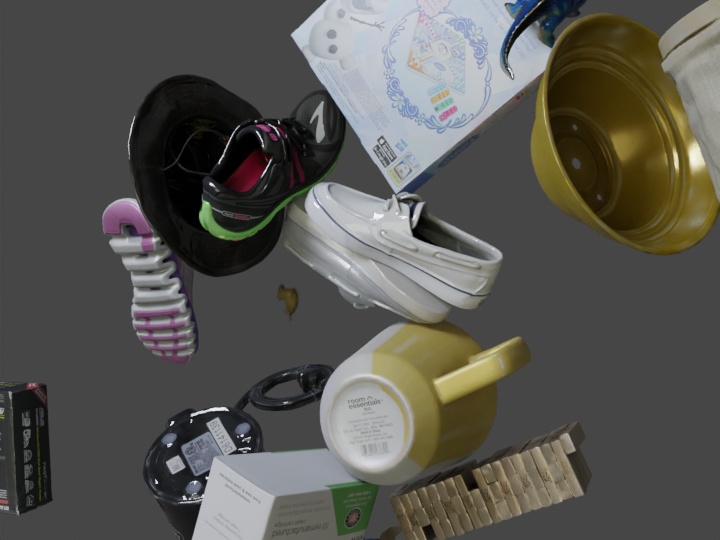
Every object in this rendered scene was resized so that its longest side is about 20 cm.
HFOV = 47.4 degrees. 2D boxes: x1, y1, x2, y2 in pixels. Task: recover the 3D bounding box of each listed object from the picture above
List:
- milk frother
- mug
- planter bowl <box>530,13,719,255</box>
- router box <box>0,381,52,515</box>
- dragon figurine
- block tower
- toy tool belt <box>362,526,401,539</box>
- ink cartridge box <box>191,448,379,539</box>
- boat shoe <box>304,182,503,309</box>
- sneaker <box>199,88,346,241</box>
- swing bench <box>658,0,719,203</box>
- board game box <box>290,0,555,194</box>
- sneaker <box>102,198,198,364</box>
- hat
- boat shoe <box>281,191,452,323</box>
[{"bbox_3d":[-0.096,0.215,0.839,0.197,0.181,0.190,-16,125,-4],"label":"milk frother"},{"bbox_3d":[0.045,0.110,0.751,0.149,0.153,0.188,35,105,19],"label":"mug"},{"bbox_3d":[0.203,-0.102,0.683,0.083,0.198,0.203,-25,82,58],"label":"planter bowl"},{"bbox_3d":[-0.488,0.220,1.044,0.197,0.062,0.152,-1,92,24],"label":"router box"},{"bbox_3d":[0.174,-0.244,0.681,0.059,0.200,0.100,44,147,5],"label":"dragon figurine"},{"bbox_3d":[0.122,0.207,0.776,0.198,0.054,0.058,-28,82,23],"label":"block tower"},{"bbox_3d":[0.006,0.319,0.817,0.124,0.122,0.203,-13,75,38],"label":"toy tool belt"},{"bbox_3d":[-0.079,0.269,0.721,0.084,0.145,0.203,19,96,39],"label":"ink cartridge box"},{"bbox_3d":[0.043,-0.041,0.775,0.198,0.074,0.066,27,126,4],"label":"boat shoe"},{"bbox_3d":[-0.078,-0.113,0.792,0.076,0.084,0.201,28,59,18],"label":"sneaker"},{"bbox_3d":[0.350,-0.123,0.598,0.198,0.130,0.202,-21,86,11],"label":"swing bench"},{"bbox_3d":[0.061,-0.213,0.786,0.198,0.043,0.201,-38,78,22],"label":"board game box"},{"bbox_3d":[-0.210,0.004,0.904,0.079,0.089,0.203,0,115,23],"label":"sneaker"},{"bbox_3d":[-0.171,-0.090,0.838,0.080,0.199,0.204,-12,88,42],"label":"hat"},{"bbox_3d":[0.000,0.000,0.816,0.199,0.072,0.069,32,126,13],"label":"boat shoe"}]
